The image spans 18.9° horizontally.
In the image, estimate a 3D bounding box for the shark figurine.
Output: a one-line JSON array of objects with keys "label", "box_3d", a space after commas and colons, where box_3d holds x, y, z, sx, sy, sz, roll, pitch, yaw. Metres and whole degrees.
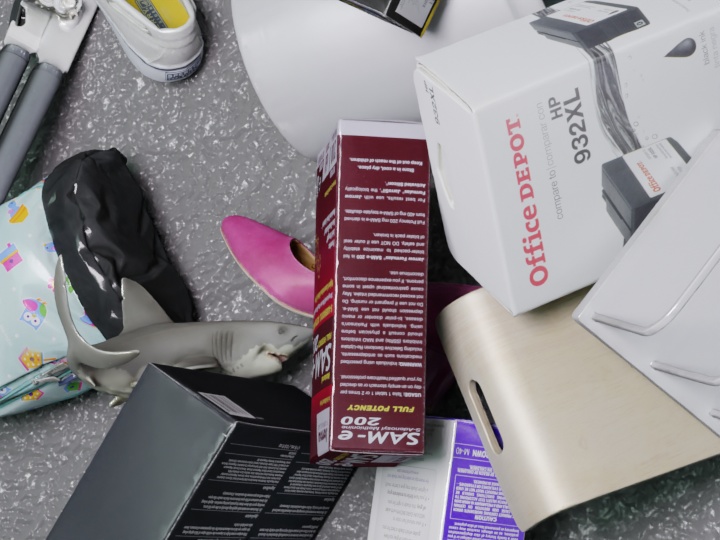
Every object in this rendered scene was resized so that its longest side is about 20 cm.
[{"label": "shark figurine", "box_3d": [-0.145, 0.040, 1.387, 0.128, 0.214, 0.090, -28, 70, 32]}]

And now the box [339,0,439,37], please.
[{"label": "box", "box_3d": [-0.014, -0.250, 1.307, 0.200, 0.049, 0.160, 27, 94, 33]}]

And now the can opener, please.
[{"label": "can opener", "box_3d": [-0.244, -0.135, 1.556, 0.066, 0.053, 0.200, -27, 39, 59]}]

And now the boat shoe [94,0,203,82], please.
[{"label": "boat shoe", "box_3d": [-0.179, -0.229, 1.526, 0.075, 0.086, 0.202, -28, 68, -19]}]

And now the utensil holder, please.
[{"label": "utensil holder", "box_3d": [0.042, -0.170, 1.381, 0.200, 0.170, 0.170, -19, 75, 25]}]

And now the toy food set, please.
[{"label": "toy food set", "box_3d": [0.163, 0.061, 1.311, 0.200, 0.060, 0.144, -19, 73, -8]}]

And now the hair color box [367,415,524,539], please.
[{"label": "hair color box", "box_3d": [0.049, 0.193, 1.352, 0.109, 0.065, 0.200, 177, 102, -67]}]

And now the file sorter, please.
[{"label": "file sorter", "box_3d": [0.250, 0.036, 1.205, 0.200, 0.125, 0.139, 39, 86, -11]}]

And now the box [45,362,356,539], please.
[{"label": "box", "box_3d": [-0.094, 0.143, 1.378, 0.079, 0.200, 0.141, 31, 96, 25]}]

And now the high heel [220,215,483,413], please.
[{"label": "high heel", "box_3d": [0.000, 0.000, 1.426, 0.200, 0.067, 0.096, 39, 104, 23]}]

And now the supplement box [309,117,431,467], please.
[{"label": "supplement box", "box_3d": [0.005, 0.017, 1.321, 0.061, 0.109, 0.200, 2, 80, -8]}]

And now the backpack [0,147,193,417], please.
[{"label": "backpack", "box_3d": [-0.234, 0.021, 1.508, 0.200, 0.127, 0.167, -28, 75, 23]}]

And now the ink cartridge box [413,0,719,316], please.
[{"label": "ink cartridge box", "box_3d": [0.147, -0.082, 1.272, 0.200, 0.145, 0.084, -22, 33, -14]}]
